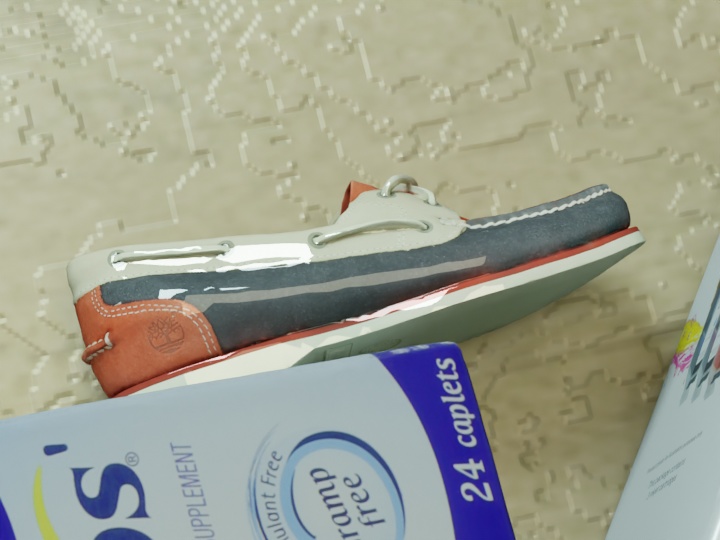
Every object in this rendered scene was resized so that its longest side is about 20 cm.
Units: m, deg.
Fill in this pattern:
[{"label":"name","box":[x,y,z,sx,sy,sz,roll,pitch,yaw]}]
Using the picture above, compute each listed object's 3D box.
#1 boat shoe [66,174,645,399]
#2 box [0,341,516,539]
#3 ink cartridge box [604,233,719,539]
[{"label":"boat shoe","box":[0.000,0.000,0.880,0.199,0.071,0.063,-17,75,-12]},{"label":"box","box":[-0.048,0.136,0.791,0.199,0.105,0.185,-10,75,-26]},{"label":"ink cartridge box","box":[0.184,0.048,0.862,0.145,0.145,0.201,25,71,-3]}]
